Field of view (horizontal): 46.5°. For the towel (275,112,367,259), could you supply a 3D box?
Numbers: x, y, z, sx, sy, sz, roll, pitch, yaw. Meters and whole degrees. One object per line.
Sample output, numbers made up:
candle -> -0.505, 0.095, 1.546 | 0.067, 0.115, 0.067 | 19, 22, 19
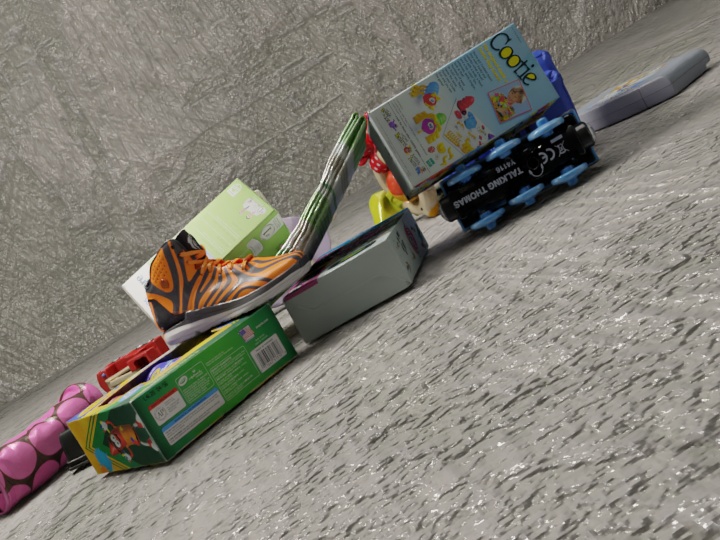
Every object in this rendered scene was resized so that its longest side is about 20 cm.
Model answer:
towel -> -0.046, -0.087, 1.034 | 0.149, 0.030, 0.202 | 102, -166, -84

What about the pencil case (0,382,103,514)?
pencil case -> -0.422, 0.230, 1.096 | 0.093, 0.092, 0.200 | 7, 25, 23

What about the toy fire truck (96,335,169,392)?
toy fire truck -> -0.407, 0.177, 1.492 | 0.199, 0.049, 0.141 | -27, 9, 24

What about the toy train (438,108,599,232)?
toy train -> 0.184, -0.117, 0.994 | 0.199, 0.087, 0.114 | -29, 2, 14

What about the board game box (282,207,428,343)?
board game box -> 0.000, 0.000, 1.026 | 0.147, 0.065, 0.200 | -29, 7, 15

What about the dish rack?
dish rack -> -0.290, 0.170, 1.092 | 0.152, 0.055, 0.200 | -27, 7, 16

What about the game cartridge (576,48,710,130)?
game cartridge -> 0.399, -0.256, 1.234 | 0.133, 0.042, 0.199 | -31, 7, -34

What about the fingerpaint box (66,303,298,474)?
fingerpaint box -> -0.194, 0.127, 0.913 | 0.166, 0.074, 0.200 | -22, 11, 48

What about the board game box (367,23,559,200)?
board game box -> 0.118, -0.185, 1.001 | 0.199, 0.106, 0.103 | -31, -3, -2

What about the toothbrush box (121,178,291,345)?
toothbrush box -> -0.179, 0.007, 1.076 | 0.200, 0.086, 0.146 | -46, -31, -11

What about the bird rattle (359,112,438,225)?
bird rattle -> 0.061, -0.159, 1.366 | 0.112, 0.202, 0.162 | -37, 35, -26

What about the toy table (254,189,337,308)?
toy table -> -0.121, -0.030, 1.315 | 0.200, 0.184, 0.117 | -48, -1, -27

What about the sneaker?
sneaker -> -0.159, -0.002, 0.932 | 0.198, 0.113, 0.078 | -25, 3, 12

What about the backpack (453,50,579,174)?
backpack -> 0.191, -0.192, 1.144 | 0.199, 0.164, 0.168 | -29, 11, 4

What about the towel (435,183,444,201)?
towel -> 0.224, -0.177, 1.437 | 0.191, 0.035, 0.200 | -21, 10, 36
